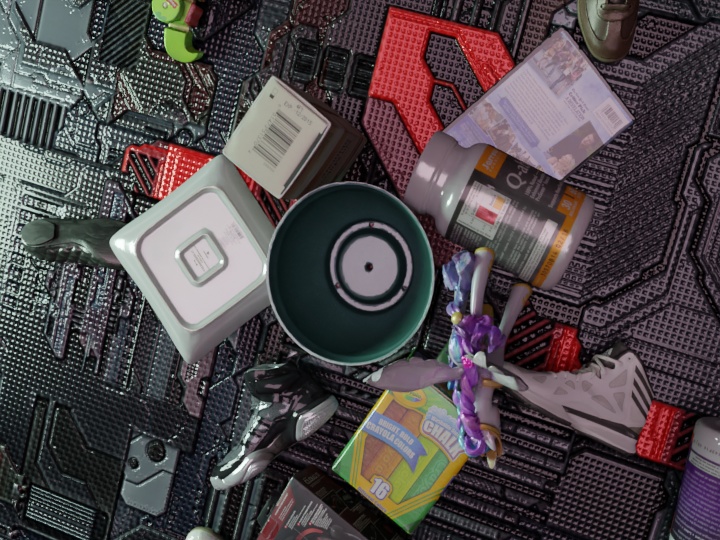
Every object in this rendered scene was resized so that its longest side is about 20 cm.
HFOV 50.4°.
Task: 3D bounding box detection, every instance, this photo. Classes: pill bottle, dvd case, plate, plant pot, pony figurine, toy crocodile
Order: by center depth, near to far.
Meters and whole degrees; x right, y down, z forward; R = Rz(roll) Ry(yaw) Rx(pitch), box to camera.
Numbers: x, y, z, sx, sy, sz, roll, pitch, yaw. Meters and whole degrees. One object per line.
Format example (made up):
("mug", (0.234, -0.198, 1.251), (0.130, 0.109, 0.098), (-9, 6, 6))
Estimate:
("pony figurine", (0.116, 0.087, 0.798), (0.163, 0.192, 0.205), (-5, 64, 36))
("pill bottle", (0.412, 0.280, 0.860), (0.108, 0.111, 0.206), (12, 96, 11))
("pill bottle", (0.154, -0.072, 0.871), (0.197, 0.116, 0.119), (28, 99, 8))
("plant pot", (0.000, 0.000, 0.918), (0.194, 0.134, 0.207), (1, 94, 13))
("dvd case", (0.207, -0.170, 0.919), (0.199, 0.018, 0.144), (-39, 85, 13))
("toy crocodile", (-0.217, -0.371, 0.974), (0.060, 0.068, 0.206), (14, 99, 5))
("plate", (-0.203, -0.016, 0.997), (0.198, 0.032, 0.202), (-35, 87, 1))

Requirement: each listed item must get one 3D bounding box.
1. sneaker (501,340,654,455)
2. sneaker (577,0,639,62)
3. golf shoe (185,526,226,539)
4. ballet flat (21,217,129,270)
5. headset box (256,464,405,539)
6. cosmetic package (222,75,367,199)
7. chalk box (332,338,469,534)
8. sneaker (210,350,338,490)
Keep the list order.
("sneaker", (0.256, 0.124, 0.902), (0.197, 0.076, 0.118), (26, 89, -8))
("sneaker", (0.282, -0.343, 0.860), (0.068, 0.075, 0.207), (1, 94, 12))
("golf shoe", (-0.193, 0.446, 1.017), (0.071, 0.092, 0.205), (-18, 89, 14))
("ballet flat", (-0.366, -0.037, 1.049), (0.194, 0.057, 0.068), (8, 74, 6))
("headset box", (-0.049, 0.362, 0.977), (0.198, 0.075, 0.151), (33, 100, 16))
("cosmetic package", (-0.068, -0.145, 0.889), (0.087, 0.200, 0.104), (38, 102, 6))
("chalk box", (0.078, 0.181, 0.920), (0.123, 0.124, 0.202), (35, 101, 7))
("sneaker", (-0.132, 0.190, 0.995), (0.198, 0.075, 0.115), (-36, 86, 7))
